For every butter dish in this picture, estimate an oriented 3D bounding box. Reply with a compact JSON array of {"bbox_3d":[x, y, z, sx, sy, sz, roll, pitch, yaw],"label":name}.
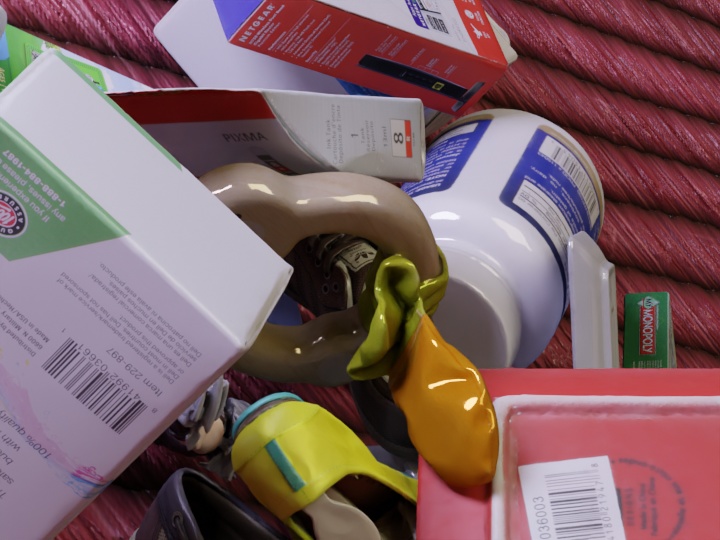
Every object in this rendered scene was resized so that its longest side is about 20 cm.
[{"bbox_3d":[0.127,0.157,1.288,0.199,0.148,0.200,1,47,2],"label":"butter dish"}]

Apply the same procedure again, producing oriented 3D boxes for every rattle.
[{"bbox_3d":[-0.041,0.021,1.238,0.200,0.130,0.143,32,43,-42],"label":"rattle"}]

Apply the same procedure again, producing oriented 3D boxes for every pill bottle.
[{"bbox_3d":[0.065,-0.003,1.532,0.120,0.120,0.200,44,30,-6],"label":"pill bottle"}]

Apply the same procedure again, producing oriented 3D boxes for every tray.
[{"bbox_3d":[0.133,0.079,1.478,0.107,0.022,0.201,-21,108,-82],"label":"tray"}]

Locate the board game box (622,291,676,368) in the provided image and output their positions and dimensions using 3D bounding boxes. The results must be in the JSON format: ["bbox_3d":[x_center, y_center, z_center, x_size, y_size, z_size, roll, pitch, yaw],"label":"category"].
[{"bbox_3d":[0.168,0.124,1.526,0.200,0.029,0.135,-81,163,-54],"label":"board game box"}]

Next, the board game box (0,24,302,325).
[{"bbox_3d":[-0.127,-0.043,1.415,0.200,0.037,0.152,23,38,-37],"label":"board game box"}]

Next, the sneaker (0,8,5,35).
[{"bbox_3d":[-0.262,-0.120,1.283,0.079,0.078,0.200,45,28,14],"label":"sneaker"}]

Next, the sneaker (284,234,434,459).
[{"bbox_3d":[0.000,0.000,1.390,0.070,0.076,0.200,-23,66,-24],"label":"sneaker"}]

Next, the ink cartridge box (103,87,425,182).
[{"bbox_3d":[-0.088,-0.063,1.298,0.200,0.162,0.050,-6,95,-53],"label":"ink cartridge box"}]

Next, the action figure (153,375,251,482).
[{"bbox_3d":[-0.117,0.041,1.266,0.200,0.070,0.130,29,-10,-28],"label":"action figure"}]

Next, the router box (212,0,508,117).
[{"bbox_3d":[-0.021,-0.196,1.551,0.179,0.049,0.200,14,42,-40],"label":"router box"}]

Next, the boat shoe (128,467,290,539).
[{"bbox_3d":[-0.031,0.163,1.207,0.072,0.065,0.200,-13,41,-46],"label":"boat shoe"}]

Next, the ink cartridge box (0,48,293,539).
[{"bbox_3d":[-0.151,0.028,1.141,0.145,0.200,0.088,42,27,-7],"label":"ink cartridge box"}]

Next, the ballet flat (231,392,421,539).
[{"bbox_3d":[0.000,0.123,1.268,0.067,0.067,0.200,53,4,35],"label":"ballet flat"}]

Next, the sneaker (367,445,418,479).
[{"bbox_3d":[0.043,0.112,1.416,0.200,0.071,0.073,-4,57,-54],"label":"sneaker"}]

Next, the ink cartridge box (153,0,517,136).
[{"bbox_3d":[-0.011,-0.139,1.627,0.146,0.084,0.200,49,30,5],"label":"ink cartridge box"}]
